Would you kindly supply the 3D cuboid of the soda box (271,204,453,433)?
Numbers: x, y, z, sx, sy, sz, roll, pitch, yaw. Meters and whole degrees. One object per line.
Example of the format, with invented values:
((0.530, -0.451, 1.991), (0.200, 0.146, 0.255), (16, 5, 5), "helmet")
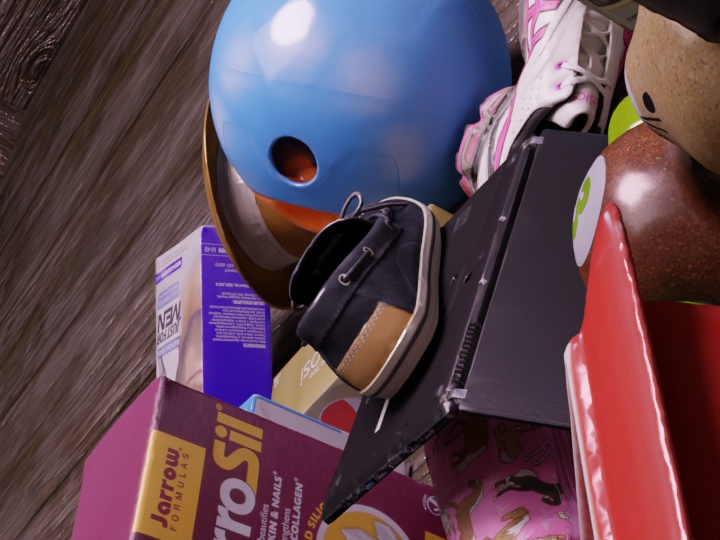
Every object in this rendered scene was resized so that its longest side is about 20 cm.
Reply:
((0.017, 0.052, 0.902), (0.200, 0.067, 0.065), (-48, 27, 40), "soda box")

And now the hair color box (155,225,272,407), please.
((-0.116, 0.077, 1.124), (0.109, 0.064, 0.203), (-27, 63, 60), "hair color box")

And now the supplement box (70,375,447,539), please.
((-0.048, 0.163, 0.755), (0.103, 0.198, 0.132), (-45, 30, 42), "supplement box")

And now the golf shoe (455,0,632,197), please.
((0.124, -0.116, 0.828), (0.092, 0.072, 0.202), (49, 123, 61), "golf shoe")

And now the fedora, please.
((-0.043, -0.070, 1.091), (0.081, 0.201, 0.203), (-11, 49, 24), "fedora")

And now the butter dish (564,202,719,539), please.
((0.145, 0.103, 0.446), (0.202, 0.145, 0.201), (-92, -7, -47), "butter dish")

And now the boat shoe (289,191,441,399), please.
((0.000, 0.000, 0.734), (0.075, 0.062, 0.200), (-58, 9, 17), "boat shoe")

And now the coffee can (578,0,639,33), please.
((0.145, -0.180, 0.654), (0.147, 0.198, 0.148), (-49, 26, 35), "coffee can")

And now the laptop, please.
((0.088, 0.032, 0.680), (0.200, 0.103, 0.179), (-48, 15, 48), "laptop")

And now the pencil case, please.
((0.074, 0.100, 0.698), (0.082, 0.087, 0.201), (-15, 34, 4), "pencil case")

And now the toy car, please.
((0.128, -0.068, 0.533), (0.156, 0.201, 0.166), (-18, 39, 25), "toy car")

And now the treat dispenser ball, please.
((0.000, -0.122, 0.943), (0.201, 0.199, 0.202), (-50, 26, 35), "treat dispenser ball")

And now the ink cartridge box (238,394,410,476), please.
((-0.070, 0.166, 0.923), (0.200, 0.115, 0.069), (-42, 30, 46), "ink cartridge box")
